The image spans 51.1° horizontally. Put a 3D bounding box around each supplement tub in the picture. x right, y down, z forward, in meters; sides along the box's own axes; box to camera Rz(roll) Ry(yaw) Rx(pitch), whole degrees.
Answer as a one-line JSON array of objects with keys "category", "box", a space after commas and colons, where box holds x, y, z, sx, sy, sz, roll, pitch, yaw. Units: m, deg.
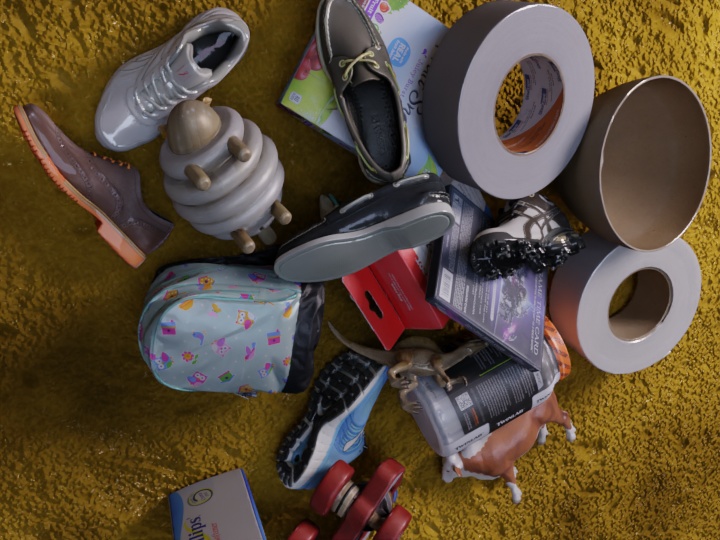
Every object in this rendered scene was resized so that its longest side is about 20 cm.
[{"category": "supplement tub", "box": [0.159, 0.137, 0.959, 0.197, 0.122, 0.124, -26, 110, -11]}]

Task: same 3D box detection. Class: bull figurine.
[{"category": "bull figurine", "box": [0.202, 0.238, 1.031, 0.200, 0.065, 0.122, -43, 116, -3]}]

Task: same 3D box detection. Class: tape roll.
[{"category": "tape roll", "box": [0.358, 0.035, 1.020, 0.198, 0.071, 0.207, -7, 112, -18]}, {"category": "tape roll", "box": [0.163, -0.185, 0.819, 0.197, 0.066, 0.204, -14, 117, -29]}]

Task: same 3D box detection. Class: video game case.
[{"category": "video game case", "box": [0.152, 0.012, 0.870, 0.199, 0.019, 0.145, 34, 55, -35]}]

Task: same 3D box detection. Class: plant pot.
[{"category": "plant pot", "box": [0.315, -0.133, 0.933, 0.197, 0.134, 0.205, -6, 103, -29]}]

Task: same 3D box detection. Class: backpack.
[{"category": "backpack", "box": [-0.144, 0.059, 0.833, 0.196, 0.127, 0.170, 5, 105, -17]}]

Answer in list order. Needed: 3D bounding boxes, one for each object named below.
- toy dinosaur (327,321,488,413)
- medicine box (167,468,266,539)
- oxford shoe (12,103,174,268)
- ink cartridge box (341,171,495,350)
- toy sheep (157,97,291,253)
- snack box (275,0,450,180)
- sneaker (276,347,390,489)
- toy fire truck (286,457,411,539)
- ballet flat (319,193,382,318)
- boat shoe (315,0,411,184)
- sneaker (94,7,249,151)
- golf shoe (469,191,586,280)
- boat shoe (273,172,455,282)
[{"category": "toy dinosaur", "box": [0.056, 0.112, 0.895, 0.195, 0.102, 0.059, 2, 128, 1]}, {"category": "medicine box", "box": [-0.146, 0.372, 0.876, 0.101, 0.182, 0.204, -16, 108, -14]}, {"category": "oxford shoe", "box": [-0.274, -0.099, 0.783, 0.073, 0.071, 0.201, -40, 122, -9]}, {"category": "ink cartridge box", "box": [0.078, -0.014, 0.881, 0.200, 0.067, 0.117, -49, 117, -32]}, {"category": "toy sheep", "box": [-0.139, -0.094, 0.792, 0.137, 0.138, 0.202, -33, 132, -9]}, {"category": "snack box", "box": [0.030, -0.209, 0.847, 0.198, 0.068, 0.171, 28, 93, -15]}, {"category": "sneaker", "box": [-0.023, 0.187, 0.947, 0.089, 0.078, 0.202, 32, 95, -42]}, {"category": "toy fire truck", "box": [-0.008, 0.319, 0.935, 0.111, 0.168, 0.202, 32, 92, 14]}, {"category": "ballet flat", "box": [0.000, 0.000, 0.903, 0.062, 0.068, 0.201, -38, 112, 4]}, {"category": "boat shoe", "box": [0.006, -0.190, 0.775, 0.071, 0.060, 0.206, -18, 96, -4]}, {"category": "sneaker", "box": [-0.193, -0.198, 0.766, 0.200, 0.099, 0.078, -45, 113, -4]}, {"category": "golf shoe", "box": [0.175, -0.046, 0.859, 0.198, 0.077, 0.096, -3, 65, -50]}, {"category": "boat shoe", "box": [0.000, -0.044, 0.793, 0.196, 0.061, 0.076, -16, 149, 3]}]
